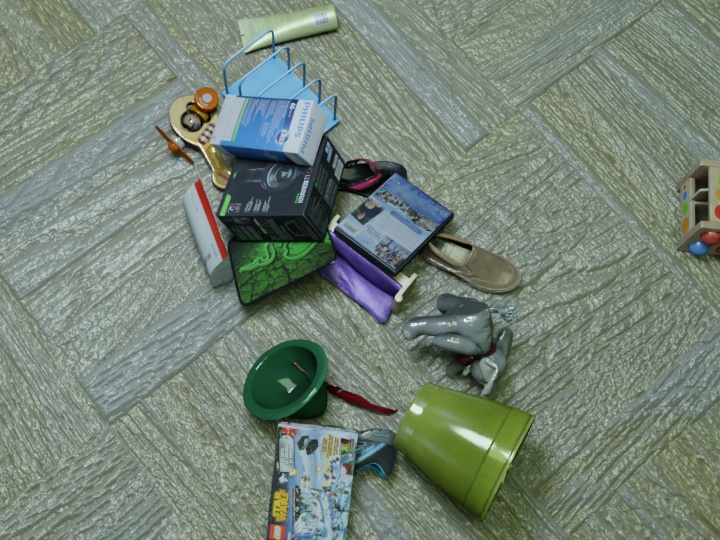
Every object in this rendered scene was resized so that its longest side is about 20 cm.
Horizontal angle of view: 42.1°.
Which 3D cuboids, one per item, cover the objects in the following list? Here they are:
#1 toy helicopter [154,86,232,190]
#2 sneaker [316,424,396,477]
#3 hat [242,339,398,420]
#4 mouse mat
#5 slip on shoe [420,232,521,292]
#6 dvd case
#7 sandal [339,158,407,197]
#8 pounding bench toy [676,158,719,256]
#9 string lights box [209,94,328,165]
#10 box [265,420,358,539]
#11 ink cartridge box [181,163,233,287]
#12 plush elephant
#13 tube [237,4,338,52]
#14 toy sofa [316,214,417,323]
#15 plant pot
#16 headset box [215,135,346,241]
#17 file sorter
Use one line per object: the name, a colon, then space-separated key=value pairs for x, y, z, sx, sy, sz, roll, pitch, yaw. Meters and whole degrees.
toy helicopter: x=-0.306 y=-0.242 z=1.794 sx=0.132 sy=0.079 sz=0.201 roll=-27 pitch=87 yaw=-19
sneaker: x=-0.034 y=0.313 z=1.617 sx=0.199 sy=0.073 sz=0.082 roll=3 pitch=70 yaw=-3
hat: x=-0.085 y=0.240 z=1.669 sx=0.199 sy=0.176 sz=0.166 roll=15 pitch=61 yaw=44
mouse mat: x=-0.147 y=-0.036 z=1.708 sx=0.199 sy=0.008 sz=0.162 roll=-25 pitch=54 yaw=8
slip on shoe: x=0.208 y=-0.019 z=1.753 sx=0.199 sy=0.061 sz=0.076 roll=26 pitch=71 yaw=5
dvd case: x=0.064 y=-0.087 z=1.720 sx=0.142 sy=0.018 sz=0.200 roll=37 pitch=53 yaw=13
sandal: x=-0.008 y=-0.183 z=1.804 sx=0.199 sy=0.045 sz=0.076 roll=3 pitch=71 yaw=-3
pounding bench toy: x=0.720 y=-0.104 z=1.781 sx=0.199 sy=0.124 sz=0.157 roll=7 pitch=71 yaw=-1
string lights box: x=-0.166 y=-0.254 z=1.682 sx=0.199 sy=0.059 sz=0.103 roll=11 pitch=76 yaw=31
box: x=-0.082 y=0.361 z=1.576 sx=0.136 sy=0.040 sz=0.201 roll=7 pitch=95 yaw=-2
ink cartridge box: x=-0.278 y=-0.077 z=1.669 sx=0.047 sy=0.200 sz=0.161 roll=-19 pitch=73 yaw=-9
plush elephant: x=0.200 y=0.137 z=1.665 sx=0.199 sy=0.165 sz=0.156 roll=-1 pitch=109 yaw=29
tube: x=-0.147 y=-0.498 z=1.907 sx=0.199 sy=0.052 sz=0.058 roll=-13 pitch=31 yaw=-5
toy sofa: x=0.000 y=0.000 z=1.723 sx=0.200 sy=0.083 sz=0.098 roll=38 pitch=72 yaw=9
plant pot: x=0.168 y=0.288 z=1.586 sx=0.192 sy=0.201 sz=0.201 roll=27 pitch=71 yaw=15
headset box: x=-0.150 y=-0.149 z=1.716 sx=0.199 sy=0.093 sz=0.175 roll=2 pitch=61 yaw=27
file sorter: x=-0.155 y=-0.340 z=1.809 sx=0.139 sy=0.123 sz=0.200 roll=-40 pitch=78 yaw=-15
